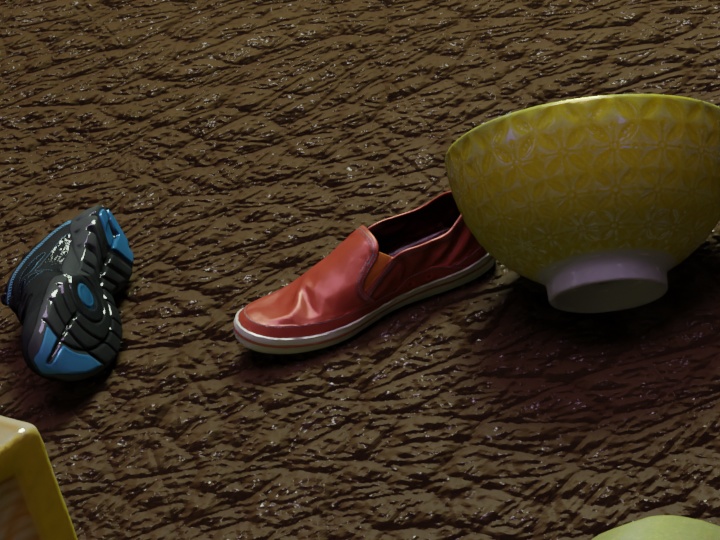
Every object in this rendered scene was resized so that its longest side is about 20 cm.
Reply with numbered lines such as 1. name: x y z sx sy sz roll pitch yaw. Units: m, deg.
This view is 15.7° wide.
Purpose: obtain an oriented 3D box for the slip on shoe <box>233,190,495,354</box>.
1. slip on shoe: 0.000 0.000 1.830 0.200 0.061 0.074 -23 32 -12

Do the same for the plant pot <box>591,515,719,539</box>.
1. plant pot: 0.141 0.218 1.291 0.200 0.201 0.184 -4 20 18

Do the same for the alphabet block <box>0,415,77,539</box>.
1. alphabet block: -0.290 0.195 1.499 0.200 0.196 0.196 12 41 38

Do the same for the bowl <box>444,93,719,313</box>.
1. bowl: 0.160 -0.034 1.744 0.200 0.200 0.108 -9 73 10

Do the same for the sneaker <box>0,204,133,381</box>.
1. sneaker: -0.218 0.029 1.887 0.082 0.073 0.200 -24 21 17
